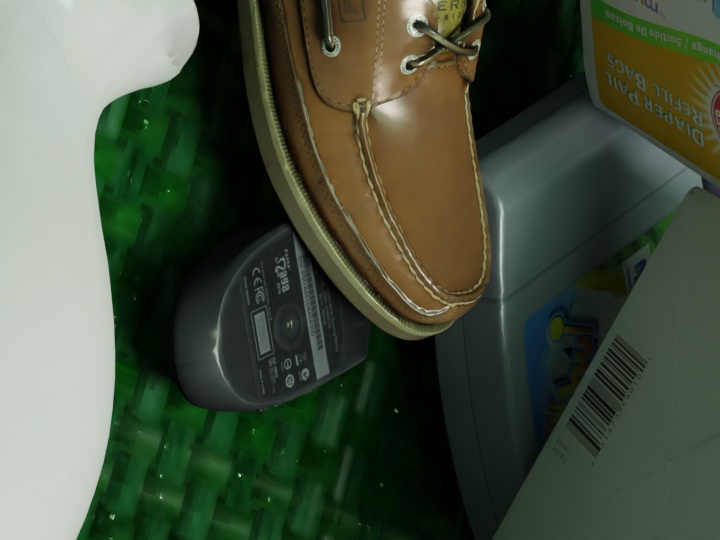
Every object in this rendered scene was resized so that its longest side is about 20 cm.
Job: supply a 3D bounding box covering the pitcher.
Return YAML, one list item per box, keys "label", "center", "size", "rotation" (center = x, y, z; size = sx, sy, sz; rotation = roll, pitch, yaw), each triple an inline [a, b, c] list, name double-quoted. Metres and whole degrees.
- label: "pitcher"
  center: [-0.141, -0.006, 0.609]
  size: [0.171, 0.121, 0.201]
  rotation: [22, 63, -20]

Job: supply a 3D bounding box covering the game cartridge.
- label: "game cartridge"
  center: [0.084, 0.037, 0.844]
  size: [0.133, 0.040, 0.201]
  rotation: [-32, 119, -37]

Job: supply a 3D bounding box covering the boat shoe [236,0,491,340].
- label: "boat shoe"
  center: [0.004, -0.077, 0.738]
  size: [0.072, 0.068, 0.201]
  rotation: [-26, 97, -52]

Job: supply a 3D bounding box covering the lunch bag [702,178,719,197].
- label: "lunch bag"
  center: [0.241, -0.069, 0.923]
  size: [0.199, 0.169, 0.128]
  rotation: [-30, 112, -36]

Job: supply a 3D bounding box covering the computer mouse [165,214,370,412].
- label: "computer mouse"
  center: [0.000, 0.000, 0.793]
  size: [0.199, 0.034, 0.059]
  rotation: [-22, 108, -49]

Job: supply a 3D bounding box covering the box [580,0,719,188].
- label: "box"
  center: [0.182, -0.115, 0.780]
  size: [0.199, 0.112, 0.102]
  rotation: [-30, 135, -22]

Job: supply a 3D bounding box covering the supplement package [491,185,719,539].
- label: "supplement package"
  center: [0.177, 0.097, 0.761]
  size: [0.199, 0.151, 0.152]
  rotation: [25, 100, -24]
